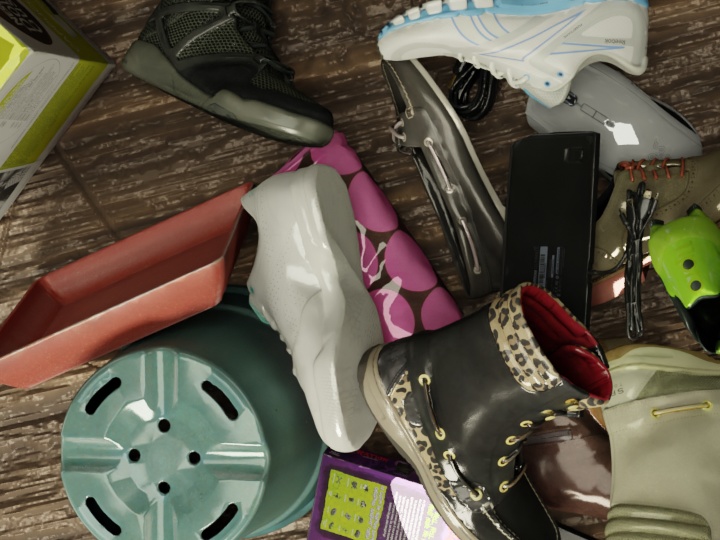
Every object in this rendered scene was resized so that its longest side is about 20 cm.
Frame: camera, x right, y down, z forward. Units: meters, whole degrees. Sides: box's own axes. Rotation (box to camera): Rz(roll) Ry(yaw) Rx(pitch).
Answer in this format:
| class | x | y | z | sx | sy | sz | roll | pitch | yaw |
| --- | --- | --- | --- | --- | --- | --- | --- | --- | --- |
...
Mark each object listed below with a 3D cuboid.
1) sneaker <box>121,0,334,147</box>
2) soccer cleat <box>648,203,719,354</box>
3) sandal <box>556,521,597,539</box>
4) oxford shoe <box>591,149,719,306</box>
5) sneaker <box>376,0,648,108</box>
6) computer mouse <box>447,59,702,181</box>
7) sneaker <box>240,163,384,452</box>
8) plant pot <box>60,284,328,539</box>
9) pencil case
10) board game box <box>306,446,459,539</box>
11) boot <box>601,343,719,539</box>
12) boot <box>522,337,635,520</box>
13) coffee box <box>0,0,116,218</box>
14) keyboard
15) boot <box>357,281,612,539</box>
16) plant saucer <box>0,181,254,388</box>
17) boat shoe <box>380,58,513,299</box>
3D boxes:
| class | x | y | z | sx | sy | sz | roll | pitch | yaw |
| --- | --- | --- | --- | --- | --- | --- | --- | --- | --- |
| sneaker | -0.085 | -0.163 | 1.174 | 0.199 | 0.076 | 0.115 | 30 | 95 | 39 |
| soccer cleat | 0.248 | 0.028 | 1.101 | 0.067 | 0.200 | 0.082 | -24 | 58 | 20 |
| sandal | 0.104 | 0.204 | 1.210 | 0.198 | 0.043 | 0.077 | 17 | 96 | 8 |
| oxford shoe | 0.217 | -0.052 | 1.131 | 0.199 | 0.071 | 0.075 | -36 | 102 | 22 |
| sneaker | 0.110 | -0.156 | 1.131 | 0.198 | 0.075 | 0.088 | -7 | 94 | 9 |
| computer mouse | 0.163 | -0.124 | 1.177 | 0.199 | 0.044 | 0.110 | 31 | 97 | 6 |
| sneaker | -0.040 | 0.031 | 1.135 | 0.088 | 0.075 | 0.202 | -12 | 83 | 28 |
| plant pot | -0.118 | 0.119 | 1.164 | 0.198 | 0.196 | 0.202 | 1 | 94 | 8 |
| pencil case | 0.000 | 0.000 | 1.193 | 0.093 | 0.091 | 0.201 | -33 | 86 | 13 |
| board game box | 0.014 | 0.235 | 1.205 | 0.119 | 0.032 | 0.202 | 18 | 114 | 15 |
| boot | 0.259 | 0.141 | 1.119 | 0.198 | 0.072 | 0.156 | 9 | 64 | -14 |
| boot | 0.148 | 0.158 | 1.185 | 0.165 | 0.072 | 0.202 | -17 | 81 | 7 |
| coffee box | -0.337 | -0.145 | 1.179 | 0.199 | 0.198 | 0.200 | 41 | 99 | 4 |
| keyboard | 0.153 | 0.002 | 1.121 | 0.126 | 0.021 | 0.202 | 1 | 87 | 41 |
| boot | 0.108 | 0.108 | 1.087 | 0.150 | 0.073 | 0.201 | -31 | 99 | 36 |
| plant saucer | -0.169 | 0.014 | 1.170 | 0.199 | 0.200 | 0.037 | -24 | 106 | 10 |
| boat shoe | 0.059 | -0.072 | 1.184 | 0.057 | 0.067 | 0.201 | -31 | 91 | -5 |
